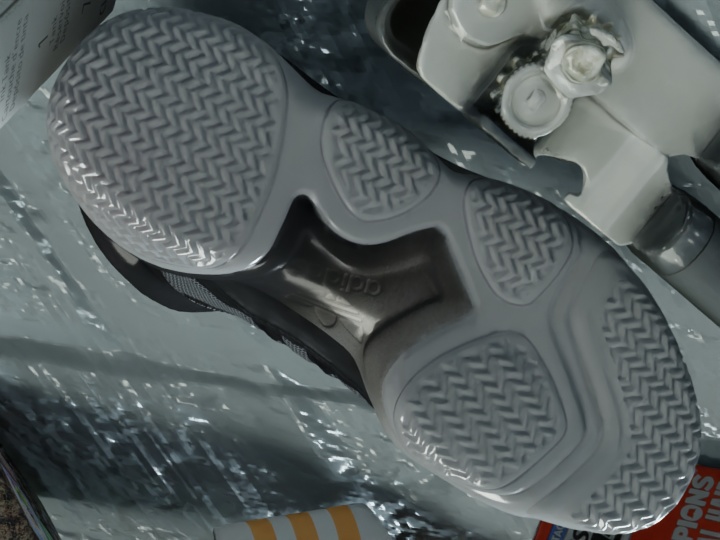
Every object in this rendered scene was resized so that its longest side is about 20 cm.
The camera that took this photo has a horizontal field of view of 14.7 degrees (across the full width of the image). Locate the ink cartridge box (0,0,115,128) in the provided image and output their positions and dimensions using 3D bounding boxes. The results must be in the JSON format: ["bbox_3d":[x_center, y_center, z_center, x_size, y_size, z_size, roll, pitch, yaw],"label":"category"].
[{"bbox_3d":[-0.182,-0.079,0.696,0.199,0.176,0.045,20,123,10],"label":"ink cartridge box"}]

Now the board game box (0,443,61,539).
[{"bbox_3d":[-0.166,0.166,1.012,0.200,0.159,0.097,55,174,40],"label":"board game box"}]

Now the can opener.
[{"bbox_3d":[0.091,-0.020,0.721,0.200,0.053,0.066,39,-177,-20],"label":"can opener"}]

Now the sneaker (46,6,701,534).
[{"bbox_3d":[0.000,0.000,0.764,0.200,0.076,0.114,35,173,-10],"label":"sneaker"}]

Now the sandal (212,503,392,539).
[{"bbox_3d":[0.007,0.120,1.002,0.206,0.059,0.079,5,143,-8],"label":"sandal"}]

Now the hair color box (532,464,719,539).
[{"bbox_3d":[0.158,0.125,0.881,0.199,0.064,0.111,11,148,22],"label":"hair color box"}]
